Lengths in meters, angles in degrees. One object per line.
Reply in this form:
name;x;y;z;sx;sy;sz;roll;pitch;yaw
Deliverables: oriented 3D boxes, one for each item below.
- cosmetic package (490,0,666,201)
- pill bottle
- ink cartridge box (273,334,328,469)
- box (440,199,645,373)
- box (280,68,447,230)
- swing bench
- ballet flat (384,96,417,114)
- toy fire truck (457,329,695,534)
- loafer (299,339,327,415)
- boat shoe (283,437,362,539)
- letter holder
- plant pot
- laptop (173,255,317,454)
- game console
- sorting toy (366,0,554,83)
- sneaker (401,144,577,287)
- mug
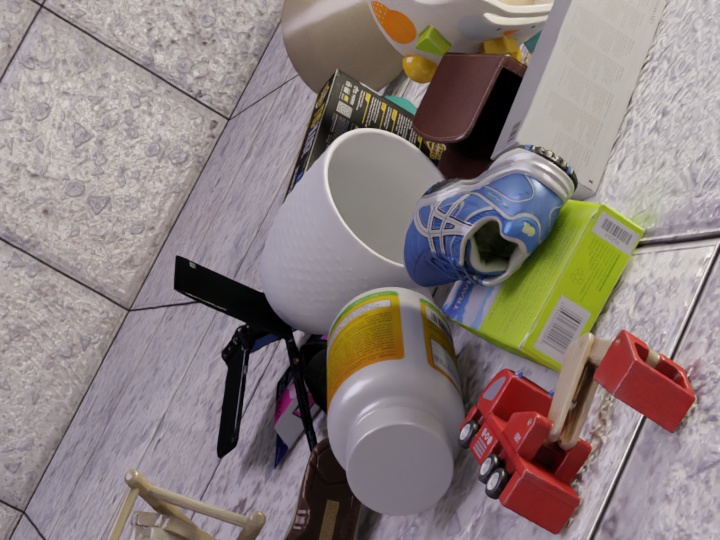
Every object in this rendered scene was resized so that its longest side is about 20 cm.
cosmetic package;0.183;-0.161;1.197;0.202;0.082;0.051;-66;14;-21
pill bottle;0.027;0.105;1.161;0.112;0.110;0.201;-55;15;21
ink cartridge box;-0.052;0.114;1.573;0.201;0.037;0.095;-57;14;21
box;0.134;0.004;1.115;0.123;0.047;0.200;-60;14;-2
box;0.012;-0.099;1.502;0.049;0.158;0.202;-45;22;41
swing bench;-0.159;0.311;1.231;0.201;0.128;0.201;80;-151;-60
ballet flat;0.055;-0.165;1.712;0.200;0.067;0.064;-119;32;-76
toy fire truck;0.134;0.092;0.947;0.142;0.048;0.200;-58;14;8
loafer;-0.022;0.111;1.396;0.069;0.070;0.201;-62;14;3
boat shoe;-0.038;0.248;1.230;0.075;0.074;0.204;97;-166;-66
letter holder;0.110;-0.111;1.315;0.144;0.100;0.200;-62;14;2
plant pot;0.025;-0.341;1.933;0.199;0.187;0.189;-20;40;47
laptop;-0.112;0.087;1.412;0.177;0.102;0.203;-120;18;-77
game console;-0.101;0.119;1.650;0.174;0.118;0.200;-25;-5;-15
sorting toy;0.129;-0.251;1.405;0.180;0.197;0.109;177;86;-69
sneaker;0.083;-0.026;1.100;0.200;0.075;0.078;-39;21;57
mug;0.000;0.000;1.338;0.147;0.201;0.175;-22;-15;-43
